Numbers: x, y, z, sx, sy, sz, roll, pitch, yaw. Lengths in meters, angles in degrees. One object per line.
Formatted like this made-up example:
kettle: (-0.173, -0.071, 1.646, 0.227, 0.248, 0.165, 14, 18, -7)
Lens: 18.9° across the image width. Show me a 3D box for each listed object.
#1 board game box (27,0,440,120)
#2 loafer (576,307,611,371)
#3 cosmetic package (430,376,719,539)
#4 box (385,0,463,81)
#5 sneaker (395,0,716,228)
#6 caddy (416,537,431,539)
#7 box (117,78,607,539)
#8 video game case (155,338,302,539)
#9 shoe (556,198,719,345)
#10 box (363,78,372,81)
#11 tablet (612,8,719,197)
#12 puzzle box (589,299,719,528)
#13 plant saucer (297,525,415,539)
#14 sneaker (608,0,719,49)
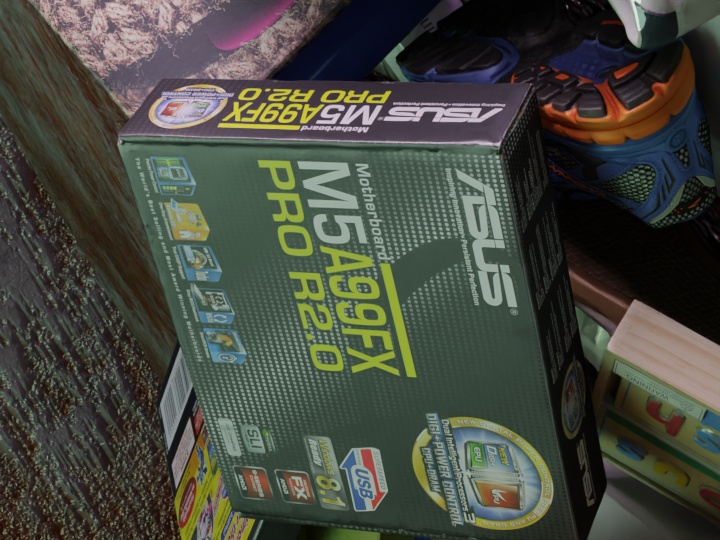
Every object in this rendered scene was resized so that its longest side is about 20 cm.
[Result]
board game box: (-0.070, -0.164, 0.939, 0.200, 0.159, 0.097, 48, -169, 13)
loafer: (0.138, 0.029, 0.994, 0.200, 0.063, 0.072, 45, 131, 30)
cosmetic package: (0.123, 0.128, 0.990, 0.107, 0.085, 0.200, 8, -157, -40)
box: (0.025, -0.123, 1.050, 0.200, 0.039, 0.041, 54, 169, 9)
sneaker: (0.076, -0.065, 0.869, 0.079, 0.075, 0.200, 61, 172, -26)
caddy: (0.052, 0.134, 1.199, 0.142, 0.105, 0.200, 61, -175, 37)
box: (0.005, 0.019, 0.856, 0.159, 0.044, 0.201, 4, 129, 24)
video game case: (-0.062, 0.074, 1.135, 0.181, 0.025, 0.200, -106, 28, -42)
shoe: (0.127, 0.011, 0.924, 0.200, 0.070, 0.054, 44, 159, 34)
box: (0.023, -0.026, 1.220, 0.141, 0.079, 0.200, 57, 168, -27)
tablet: (0.160, -0.037, 0.810, 0.200, 0.014, 0.130, 51, 167, 26)
puzzle box: (0.182, 0.091, 0.862, 0.199, 0.025, 0.133, 30, 163, 12)
plant saucer: (-0.011, 0.100, 1.071, 0.200, 0.031, 0.201, -176, 90, -70)
sneaker: (0.061, -0.160, 0.731, 0.200, 0.071, 0.073, 51, 167, 21)
